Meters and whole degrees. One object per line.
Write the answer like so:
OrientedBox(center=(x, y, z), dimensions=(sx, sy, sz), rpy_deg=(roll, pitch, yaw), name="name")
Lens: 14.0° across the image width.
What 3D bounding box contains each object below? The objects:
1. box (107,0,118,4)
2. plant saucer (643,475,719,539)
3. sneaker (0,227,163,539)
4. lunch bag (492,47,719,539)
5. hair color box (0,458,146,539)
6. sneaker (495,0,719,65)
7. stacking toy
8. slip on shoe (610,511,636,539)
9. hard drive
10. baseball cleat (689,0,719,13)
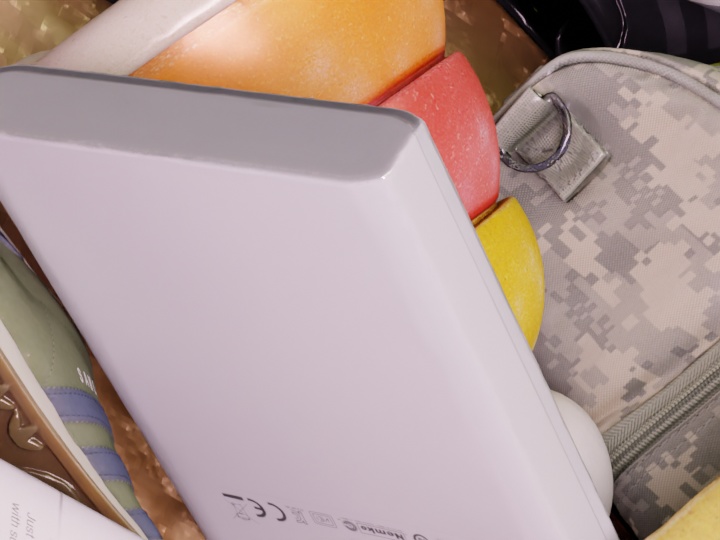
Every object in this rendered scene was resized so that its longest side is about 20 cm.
OrientedBox(center=(-0.045, -0.169, 0.935), dimensions=(0.158, 0.051, 0.200), rpy_deg=(29, 54, -22), name="box")
OrientedBox(center=(0.123, 0.133, 0.785), dimensions=(0.048, 0.200, 0.200), rpy_deg=(48, -4, 43), name="plant saucer")
OrientedBox(center=(-0.084, 0.059, 0.778), dimensions=(0.090, 0.067, 0.200), rpy_deg=(-87, 152, -68), name="sneaker")
OrientedBox(center=(0.130, 0.009, 0.899), dimensions=(0.168, 0.139, 0.200), rpy_deg=(55, 22, 17), name="lunch bag")
OrientedBox(center=(-0.129, 0.076, 0.635), dimensions=(0.200, 0.060, 0.100), rpy_deg=(35, 44, -40), name="hair color box")
OrientedBox(center=(0.096, -0.086, 1.007), dimensions=(0.200, 0.072, 0.083), rpy_deg=(25, 75, -23), name="sneaker")
OrientedBox(center=(0.000, 0.000, 0.810), dimensions=(0.146, 0.146, 0.200), rpy_deg=(-37, 95, -43), name="stacking toy")
OrientedBox(center=(0.068, 0.101, 0.878), dimensions=(0.200, 0.074, 0.061), rpy_deg=(35, 48, -14), name="slip on shoe")
OrientedBox(center=(-0.008, 0.033, 0.750), dimensions=(0.027, 0.132, 0.200), rpy_deg=(-57, 138, -30), name="hard drive")
OrientedBox(center=(0.111, -0.118, 0.915), dimensions=(0.200, 0.106, 0.070), rpy_deg=(20, 85, -19), name="baseball cleat")
